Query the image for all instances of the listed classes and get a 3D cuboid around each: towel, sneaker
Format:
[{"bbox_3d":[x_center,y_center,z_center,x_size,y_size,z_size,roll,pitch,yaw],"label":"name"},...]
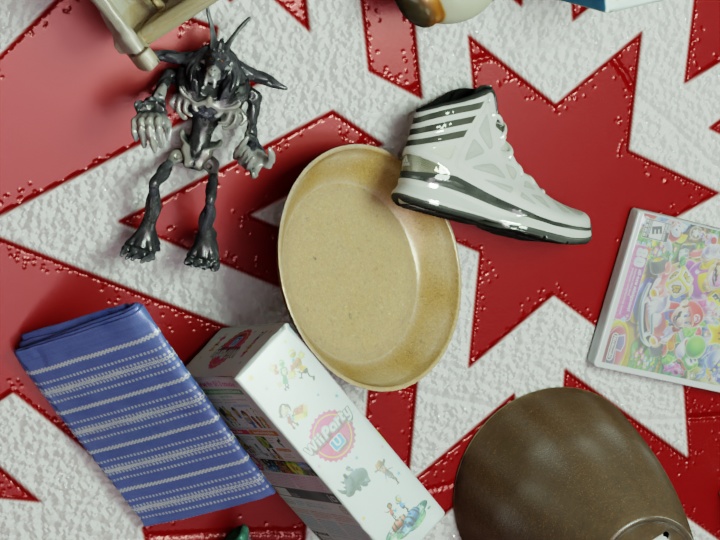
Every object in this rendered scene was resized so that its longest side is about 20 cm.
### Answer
[{"bbox_3d":[-0.173,0.115,1.587,0.201,0.144,0.024,56,38,-23],"label":"towel"},{"bbox_3d":[0.123,-0.090,1.655,0.199,0.075,0.117,15,86,-34],"label":"sneaker"}]

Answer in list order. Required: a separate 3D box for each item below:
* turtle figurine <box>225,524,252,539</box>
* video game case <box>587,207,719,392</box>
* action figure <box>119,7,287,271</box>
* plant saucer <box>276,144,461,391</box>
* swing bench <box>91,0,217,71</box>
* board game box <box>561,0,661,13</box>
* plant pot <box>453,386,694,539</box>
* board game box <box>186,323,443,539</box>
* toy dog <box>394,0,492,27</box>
[{"bbox_3d":[-0.041,0.305,1.684,0.199,0.101,0.151,29,59,-11],"label":"turtle figurine"},{"bbox_3d":[0.310,0.034,1.782,0.198,0.018,0.145,12,99,-22],"label":"video game case"},{"bbox_3d":[-0.123,-0.100,1.553,0.118,0.102,0.202,11,102,-9],"label":"action figure"},{"bbox_3d":[0.000,0.000,1.619,0.199,0.035,0.202,11,73,-40],"label":"plant saucer"},{"bbox_3d":[-0.154,-0.292,1.481,0.199,0.130,0.199,-37,113,-1],"label":"swing bench"},{"bbox_3d":[0.179,-0.316,1.576,0.064,0.147,0.202,-14,107,-16],"label":"board game box"},{"bbox_3d":[0.201,0.218,1.693,0.185,0.200,0.189,-5,106,-18],"label":"plant pot"},{"bbox_3d":[-0.042,0.138,1.589,0.064,0.147,0.200,-46,105,-19],"label":"board game box"},{"bbox_3d":[0.090,-0.283,1.546,0.194,0.201,0.139,41,46,10],"label":"toy dog"}]
